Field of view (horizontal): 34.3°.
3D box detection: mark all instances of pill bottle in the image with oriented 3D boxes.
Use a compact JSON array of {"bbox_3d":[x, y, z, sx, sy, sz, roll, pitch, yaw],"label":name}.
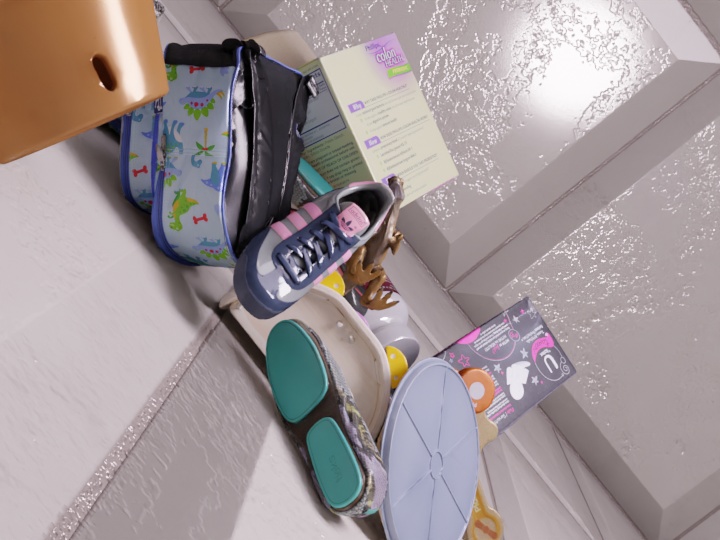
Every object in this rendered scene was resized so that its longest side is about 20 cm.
[{"bbox_3d":[-0.013,0.038,1.416,0.200,0.113,0.113,55,8,33],"label":"pill bottle"}]

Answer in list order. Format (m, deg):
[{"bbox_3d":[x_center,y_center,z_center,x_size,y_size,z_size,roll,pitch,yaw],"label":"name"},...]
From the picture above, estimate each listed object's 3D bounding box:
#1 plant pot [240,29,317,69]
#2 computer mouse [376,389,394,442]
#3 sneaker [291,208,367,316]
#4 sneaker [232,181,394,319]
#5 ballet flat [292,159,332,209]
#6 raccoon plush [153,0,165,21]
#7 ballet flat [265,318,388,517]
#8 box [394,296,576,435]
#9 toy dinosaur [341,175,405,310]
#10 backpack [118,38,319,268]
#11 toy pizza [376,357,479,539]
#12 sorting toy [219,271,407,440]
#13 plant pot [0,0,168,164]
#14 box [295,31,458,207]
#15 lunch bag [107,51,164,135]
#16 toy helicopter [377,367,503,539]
[{"bbox_3d":[-0.137,-0.187,1.517,0.200,0.200,0.177,53,20,12],"label":"plant pot"},{"bbox_3d":[0.015,0.121,1.264,0.200,0.046,0.141,56,-14,29],"label":"computer mouse"},{"bbox_3d":[-0.063,0.006,1.349,0.200,0.087,0.074,48,-1,40],"label":"sneaker"},{"bbox_3d":[-0.039,-0.029,1.049,0.070,0.082,0.200,54,39,-11],"label":"sneaker"},{"bbox_3d":[-0.096,-0.121,1.347,0.201,0.072,0.072,53,7,13],"label":"ballet flat"},{"bbox_3d":[-0.260,-0.227,1.090,0.097,0.134,0.200,50,7,-11],"label":"raccoon plush"},{"bbox_3d":[-0.028,0.133,1.030,0.072,0.072,0.201,42,19,-53],"label":"ballet flat"},{"bbox_3d":[0.133,0.138,1.374,0.200,0.132,0.115,-27,83,-42],"label":"box"},{"bbox_3d":[0.000,0.000,1.173,0.060,0.200,0.106,29,21,-23],"label":"toy dinosaur"},{"bbox_3d":[-0.138,-0.102,1.111,0.183,0.146,0.201,11,82,-70],"label":"backpack"},{"bbox_3d":[0.059,0.183,1.105,0.200,0.032,0.202,2,88,-60],"label":"toy pizza"},{"bbox_3d":[-0.044,0.084,1.174,0.200,0.107,0.180,52,-12,0],"label":"sorting toy"},{"bbox_3d":[-0.229,-0.169,0.856,0.200,0.199,0.141,-90,156,-79],"label":"plant pot"},{"bbox_3d":[0.005,-0.168,1.428,0.176,0.096,0.201,-32,100,-51],"label":"box"},{"bbox_3d":[-0.245,-0.203,1.285,0.161,0.082,0.200,56,8,24],"label":"lunch bag"},{"bbox_3d":[0.091,0.203,1.212,0.079,0.132,0.201,-7,-74,65],"label":"toy helicopter"}]
